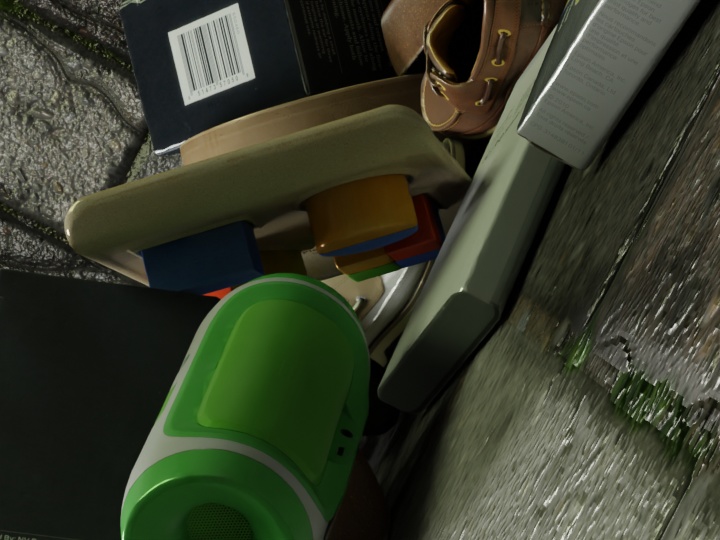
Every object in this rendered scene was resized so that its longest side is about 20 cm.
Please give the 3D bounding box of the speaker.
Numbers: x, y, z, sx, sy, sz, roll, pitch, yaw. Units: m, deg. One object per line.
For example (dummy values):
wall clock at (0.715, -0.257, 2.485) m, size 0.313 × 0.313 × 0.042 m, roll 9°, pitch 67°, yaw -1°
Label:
speaker at (-0.047, 0.074, 1.063) m, size 0.089 × 0.088 × 0.200 m, roll -61°, pitch 4°, yaw 25°

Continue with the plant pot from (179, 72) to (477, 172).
plant pot at (-0.007, -0.058, 1.535) m, size 0.201 × 0.200 × 0.093 m, roll 146°, pitch 110°, yaw -81°

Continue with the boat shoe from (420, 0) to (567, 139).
boat shoe at (0.065, -0.125, 1.318) m, size 0.200 × 0.067 × 0.072 m, roll 136°, pitch 128°, yaw -67°

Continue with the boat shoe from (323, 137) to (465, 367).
boat shoe at (0.000, 0.000, 1.430) m, size 0.075 × 0.068 × 0.200 m, roll -92°, pitch 23°, yaw -51°

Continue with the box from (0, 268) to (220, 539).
box at (-0.139, 0.140, 1.190) m, size 0.200 × 0.123 × 0.199 m, roll 99°, pitch 176°, yaw -47°

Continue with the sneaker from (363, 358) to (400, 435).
sneaker at (-0.038, 0.076, 1.294) m, size 0.091 × 0.076 × 0.200 m, roll -63°, pitch 20°, yaw -8°

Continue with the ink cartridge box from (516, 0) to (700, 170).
ink cartridge box at (0.143, -0.171, 1.024) m, size 0.198 × 0.047 × 0.200 m, roll -64°, pitch 2°, yaw -38°

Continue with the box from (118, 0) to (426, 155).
box at (-0.030, -0.151, 1.599) m, size 0.148 × 0.107 × 0.200 m, roll -17°, pitch -5°, yaw 41°

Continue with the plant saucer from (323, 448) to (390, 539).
plant saucer at (-0.036, 0.174, 1.109) m, size 0.201 × 0.034 × 0.200 m, roll -61°, pitch 5°, yaw 10°

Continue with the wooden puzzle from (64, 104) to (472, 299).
wooden puzzle at (-0.035, -0.016, 1.237) m, size 0.200 × 0.185 × 0.046 m, roll 45°, pitch -150°, yaw -73°

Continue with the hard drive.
hard drive at (0.072, -0.039, 1.180) m, size 0.200 × 0.026 × 0.132 m, roll -65°, pitch 5°, yaw -29°

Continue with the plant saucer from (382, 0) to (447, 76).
plant saucer at (0.072, -0.207, 1.474) m, size 0.200 × 0.034 × 0.200 m, roll -52°, pitch 1°, yaw 2°
